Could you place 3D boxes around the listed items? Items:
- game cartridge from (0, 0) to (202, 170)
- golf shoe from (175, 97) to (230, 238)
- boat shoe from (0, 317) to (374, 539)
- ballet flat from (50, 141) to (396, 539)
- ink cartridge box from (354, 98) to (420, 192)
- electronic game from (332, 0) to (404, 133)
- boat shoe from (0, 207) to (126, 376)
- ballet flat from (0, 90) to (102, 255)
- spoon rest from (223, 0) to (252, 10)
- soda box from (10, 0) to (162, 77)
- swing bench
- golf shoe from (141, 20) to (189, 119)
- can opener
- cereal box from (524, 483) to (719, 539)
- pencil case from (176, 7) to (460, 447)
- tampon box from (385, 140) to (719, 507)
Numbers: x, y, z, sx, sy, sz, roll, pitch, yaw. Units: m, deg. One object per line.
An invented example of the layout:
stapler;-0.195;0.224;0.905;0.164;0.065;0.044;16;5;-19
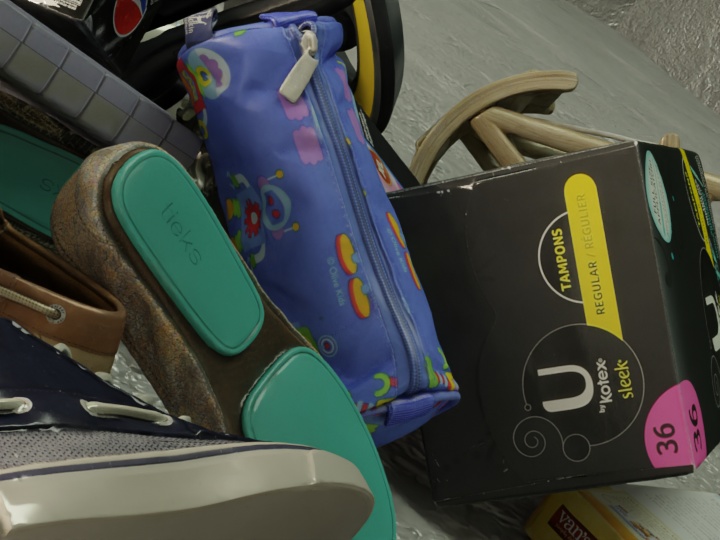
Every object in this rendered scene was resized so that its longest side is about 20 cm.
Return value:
game cartridge;-0.172;-0.105;0.790;0.130;0.038;0.200;41;-9;-39
golf shoe;-0.053;-0.023;0.859;0.088;0.077;0.200;38;15;-30
boat shoe;-0.081;0.059;0.556;0.200;0.075;0.093;10;38;-54
ballet flat;-0.055;0.040;0.652;0.068;0.067;0.200;-40;107;-43
ink cartridge box;-0.004;-0.059;0.971;0.200;0.037;0.095;46;21;-40
electronic game;-0.022;-0.182;1.094;0.042;0.200;0.200;-18;38;-15
boat shoe;-0.166;-0.017;0.617;0.200;0.072;0.076;37;16;8
ballet flat;-0.188;-0.065;0.741;0.200;0.068;0.075;30;2;-31
spoon rest;-0.063;-0.145;1.098;0.200;0.061;0.099;92;-27;-71
soda box;-0.199;-0.170;0.845;0.200;0.063;0.071;24;-12;16
swing bench;0.140;-0.058;1.159;0.200;0.130;0.199;35;2;0
golf shoe;-0.086;-0.089;0.984;0.200;0.078;0.097;23;25;-31
can opener;-0.092;-0.133;0.889;0.079;0.200;0.063;-8;76;-67
cereal box;0.188;0.168;0.843;0.200;0.040;0.144;15;24;-50
pencil case;-0.019;-0.020;0.732;0.078;0.087;0.200;-14;83;-28
tampon box;0.108;0.021;0.832;0.200;0.126;0.150;-11;90;-71
